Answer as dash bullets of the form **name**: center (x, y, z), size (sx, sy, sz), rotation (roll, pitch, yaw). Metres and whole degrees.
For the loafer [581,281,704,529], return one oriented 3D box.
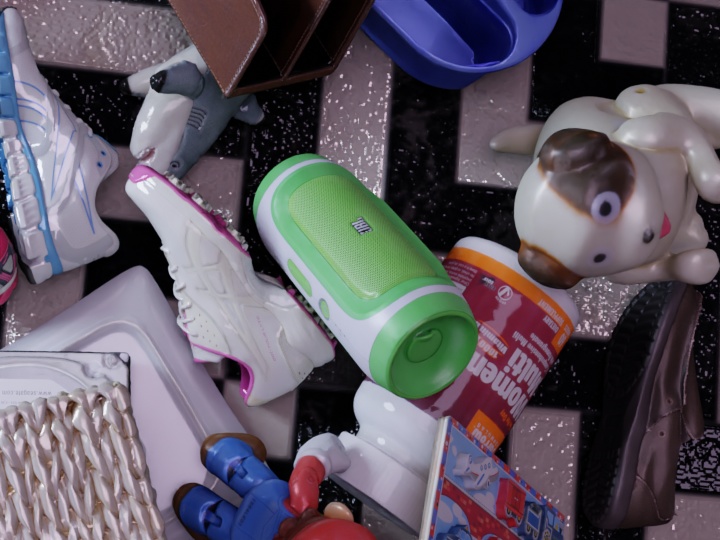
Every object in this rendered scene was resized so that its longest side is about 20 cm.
- **loafer**: center (0.223, 0.101, 1.083), size (0.070, 0.073, 0.202), rotation (18, 85, -16)

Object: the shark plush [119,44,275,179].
- **shark plush**: center (-0.096, -0.140, 1.088), size (0.200, 0.091, 0.084), rotation (-37, 109, -31)

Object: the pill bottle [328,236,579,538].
- **pill bottle**: center (0.063, 0.085, 1.036), size (0.109, 0.110, 0.201), rotation (35, 79, -2)

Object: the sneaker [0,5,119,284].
- **sneaker**: center (-0.224, -0.095, 1.048), size (0.086, 0.075, 0.202), rotation (-12, 89, -20)

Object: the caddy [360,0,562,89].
- **caddy**: center (0.059, -0.232, 1.080), size (0.200, 0.105, 0.142), rotation (43, 77, 0)

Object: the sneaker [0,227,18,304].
- **sneaker**: center (-0.330, -0.047, 1.010), size (0.199, 0.075, 0.081), rotation (25, 64, -2)

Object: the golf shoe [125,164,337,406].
- **golf shoe**: center (-0.108, 0.013, 1.033), size (0.091, 0.075, 0.200), rotation (-43, 99, -1)

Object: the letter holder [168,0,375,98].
- **letter holder**: center (-0.078, -0.250, 1.010), size (0.100, 0.142, 0.201), rotation (-18, 69, -36)

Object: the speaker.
- **speaker**: center (0.000, 0.000, 1.001), size (0.088, 0.089, 0.200), rotation (-31, 47, -11)

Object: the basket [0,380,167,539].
- **basket**: center (-0.197, 0.176, 0.873), size (0.159, 0.200, 0.200), rotation (-16, 85, -11)

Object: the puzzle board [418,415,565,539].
- **puzzle board**: center (0.093, 0.207, 0.980), size (0.017, 0.200, 0.152), rotation (-6, 59, 31)

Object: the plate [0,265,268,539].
- **plate**: center (-0.191, 0.128, 1.034), size (0.199, 0.032, 0.201), rotation (-31, 88, -10)

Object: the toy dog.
- **toy dog**: center (0.175, -0.064, 1.016), size (0.193, 0.200, 0.140), rotation (27, 116, 11)

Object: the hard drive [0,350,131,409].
- **hard drive**: center (-0.230, 0.156, 0.990), size (0.138, 0.038, 0.202), rotation (2, 83, -7)

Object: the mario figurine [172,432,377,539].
- **mario figurine**: center (-0.039, 0.186, 0.953), size (0.105, 0.199, 0.125), rotation (-11, 114, -33)
